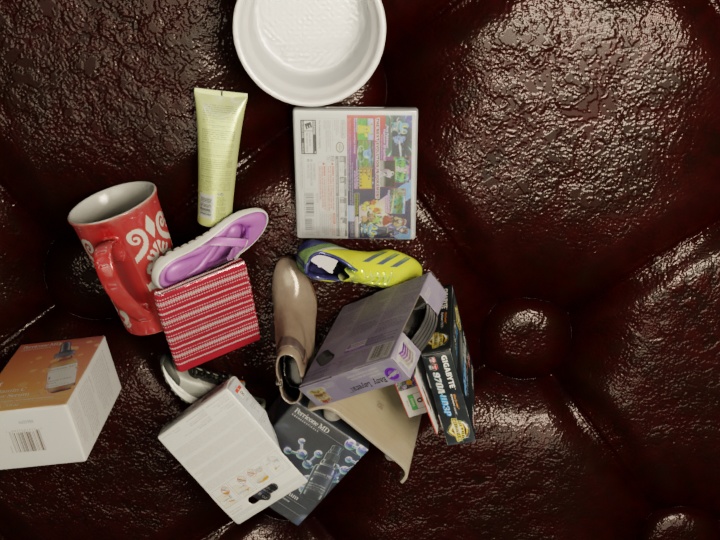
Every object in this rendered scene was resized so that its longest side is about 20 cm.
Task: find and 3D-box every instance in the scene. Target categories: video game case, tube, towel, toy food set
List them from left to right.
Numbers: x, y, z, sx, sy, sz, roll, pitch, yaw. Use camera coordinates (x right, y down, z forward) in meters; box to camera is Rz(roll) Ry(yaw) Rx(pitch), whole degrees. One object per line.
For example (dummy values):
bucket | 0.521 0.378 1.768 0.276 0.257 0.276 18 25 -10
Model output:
towel | -0.229 0.070 1.413 0.144 0.023 0.201 -23 144 -16
tube | -0.208 -0.164 1.367 0.058 0.052 0.201 -15 120 -41
video game case | -0.007 -0.142 1.379 0.181 0.023 0.201 1 114 2
toy food set | 0.013 0.226 1.485 0.200 0.144 0.060 42 127 -16

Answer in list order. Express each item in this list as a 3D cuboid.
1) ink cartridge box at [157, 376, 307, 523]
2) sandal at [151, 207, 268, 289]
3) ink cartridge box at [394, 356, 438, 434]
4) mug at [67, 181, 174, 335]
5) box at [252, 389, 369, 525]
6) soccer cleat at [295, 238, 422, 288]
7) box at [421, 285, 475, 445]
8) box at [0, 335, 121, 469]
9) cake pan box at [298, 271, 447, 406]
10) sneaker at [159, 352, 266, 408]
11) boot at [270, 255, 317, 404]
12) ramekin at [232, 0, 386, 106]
ink cartridge box | -0.197 0.286 1.480 0.162 0.050 0.200 -35 104 22
sandal | -0.212 -0.022 1.374 0.202 0.050 0.083 -32 149 -25
ink cartridge box | 0.076 0.156 1.416 0.050 0.200 0.110 -18 113 10
mug | -0.346 -0.003 1.383 0.133 0.178 0.201 3 123 31
box | -0.099 0.291 1.538 0.148 0.107 0.200 35 111 -13
soccer cleat | -0.001 0.001 1.405 0.199 0.084 0.065 10 113 -13
box | 0.134 0.138 1.405 0.046 0.200 0.160 -12 114 12
box | -0.485 0.203 1.461 0.151 0.200 0.107 -7 116 6
cake pan box | 0.022 0.100 1.368 0.199 0.185 0.052 -24 118 39
sneaker | -0.241 0.189 1.523 0.200 0.074 0.079 38 102 -21
boot | -0.105 0.096 1.425 0.070 0.146 0.201 -8 114 8
ramekin | -0.067 -0.330 1.246 0.199 0.098 0.202 -1 117 -1
